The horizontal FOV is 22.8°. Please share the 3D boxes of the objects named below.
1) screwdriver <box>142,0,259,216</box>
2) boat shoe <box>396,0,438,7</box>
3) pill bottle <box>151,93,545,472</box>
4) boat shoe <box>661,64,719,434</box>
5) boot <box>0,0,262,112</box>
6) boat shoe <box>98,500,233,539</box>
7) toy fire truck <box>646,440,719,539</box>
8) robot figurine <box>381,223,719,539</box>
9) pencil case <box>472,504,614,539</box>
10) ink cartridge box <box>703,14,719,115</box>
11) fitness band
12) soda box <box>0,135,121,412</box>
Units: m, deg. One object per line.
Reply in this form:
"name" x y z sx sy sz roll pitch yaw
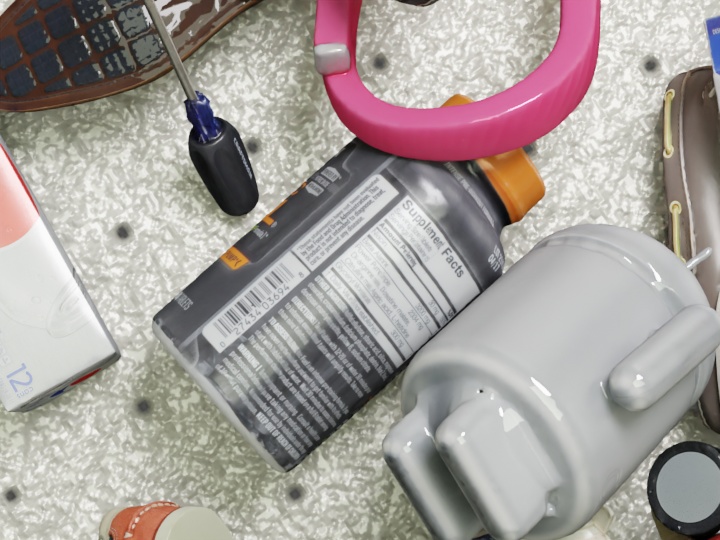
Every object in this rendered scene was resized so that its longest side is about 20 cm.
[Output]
"screwdriver" -0.085 -0.098 0.881 0.028 0.200 0.029 22 58 30
"boat shoe" 0.023 -0.197 0.898 0.072 0.201 0.066 -40 132 22
"pill bottle" 0.000 0.000 0.909 0.200 0.106 0.106 -42 89 -6
"boat shoe" 0.191 -0.010 0.946 0.072 0.059 0.201 0 89 -44
"boot" -0.101 -0.135 0.929 0.199 0.097 0.075 -26 88 6
"boat shoe" -0.081 0.210 0.907 0.071 0.062 0.201 -30 109 -47
"toy fire truck" 0.259 0.157 0.859 0.176 0.129 0.201 -30 64 22
"robot figurine" 0.098 0.052 0.874 0.200 0.169 0.113 -40 107 -36
"pencil case" 0.038 0.177 0.887 0.200 0.090 0.078 -25 44 -21
"ink cartridge box" 0.235 -0.041 0.919 0.099 0.039 0.201 -20 101 -38
"fitness band" 0.050 -0.139 0.911 0.143 0.037 0.201 -2 51 9
"soda box" -0.197 -0.028 0.916 0.063 0.068 0.200 -29 87 -6
